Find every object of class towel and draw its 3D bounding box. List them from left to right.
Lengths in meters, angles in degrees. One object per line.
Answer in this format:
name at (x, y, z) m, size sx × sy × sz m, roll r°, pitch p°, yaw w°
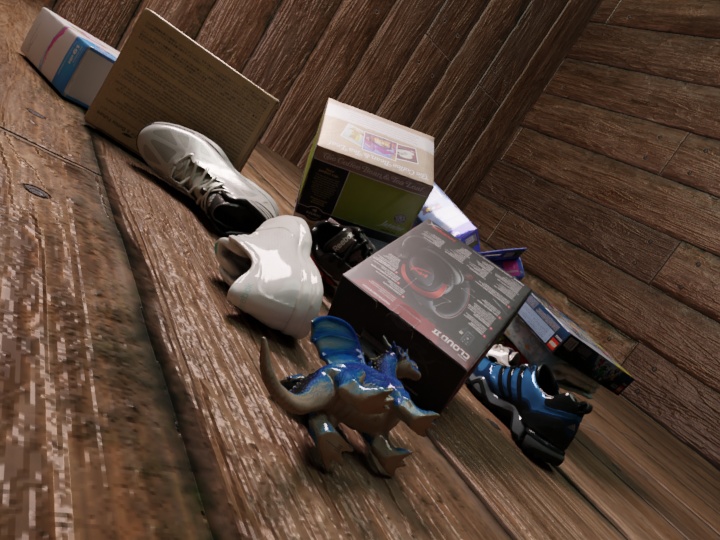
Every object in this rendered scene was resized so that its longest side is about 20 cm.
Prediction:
towel at (0.294, 0.123, 0.875) m, size 0.199 × 0.048 × 0.172 m, roll 29°, pitch 16°, yaw -42°

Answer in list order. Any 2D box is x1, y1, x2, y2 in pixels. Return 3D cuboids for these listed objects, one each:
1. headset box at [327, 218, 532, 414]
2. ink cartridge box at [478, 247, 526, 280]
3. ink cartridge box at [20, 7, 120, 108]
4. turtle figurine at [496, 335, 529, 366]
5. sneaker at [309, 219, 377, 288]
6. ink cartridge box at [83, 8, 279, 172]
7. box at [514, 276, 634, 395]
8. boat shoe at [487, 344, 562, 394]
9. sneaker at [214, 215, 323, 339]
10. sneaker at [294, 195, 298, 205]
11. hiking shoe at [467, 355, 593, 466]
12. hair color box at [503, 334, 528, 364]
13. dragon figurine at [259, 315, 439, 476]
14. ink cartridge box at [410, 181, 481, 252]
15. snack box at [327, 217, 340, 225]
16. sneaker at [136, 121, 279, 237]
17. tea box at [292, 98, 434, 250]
headset box at (0.069, 0.042, 0.556) m, size 0.148 × 0.076 × 0.199 m, roll 36°, pitch 38°, yaw 17°
ink cartridge box at (0.195, 0.025, 0.905) m, size 0.117 × 0.043 × 0.201 m, roll -5°, pitch -25°, yaw -8°
ink cartridge box at (-0.417, -0.312, 0.843) m, size 0.199 × 0.085 × 0.144 m, roll 38°, pitch 9°, yaw 32°
turtle figurine at (0.184, 0.091, 0.886) m, size 0.161 × 0.065 × 0.199 m, roll 34°, pitch -4°, yaw -38°
sneaker at (0.000, 0.000, 0.681) m, size 0.200 × 0.071 × 0.098 m, roll 38°, pitch -19°, yaw 33°
ink cartridge box at (-0.233, -0.213, 0.724) m, size 0.199 × 0.166 × 0.075 m, roll 33°, pitch 6°, yaw -13°
box at (0.307, 0.099, 0.800) m, size 0.199 × 0.038 × 0.137 m, roll 31°, pitch 17°, yaw -34°
boat shoe at (0.205, 0.142, 0.782) m, size 0.200 × 0.066 × 0.072 m, roll 41°, pitch 11°, yaw 38°
sneaker at (-0.094, -0.014, 0.499) m, size 0.087 × 0.076 × 0.200 m, roll 18°, pitch 15°, yaw -22°
sneaker at (-0.037, -0.084, 1.111) m, size 0.199 × 0.081 × 0.146 m, roll 36°, pitch -1°, yaw 34°
hiking shoe at (0.202, 0.147, 0.663) m, size 0.074 × 0.087 × 0.200 m, roll 29°, pitch 10°, yaw -29°
hair color box at (0.255, 0.146, 0.980) m, size 0.101 × 0.062 × 0.200 m, roll 28°, pitch 10°, yaw -38°
dragon figurine at (-0.015, 0.070, 0.342) m, size 0.199 × 0.059 × 0.099 m, roll 27°, pitch 11°, yaw -45°
ink cartridge box at (0.164, -0.058, 1.016) m, size 0.201 × 0.076 × 0.137 m, roll 56°, pitch -6°, yaw 41°
snack box at (0.032, -0.007, 0.794) m, size 0.199 × 0.024 × 0.072 m, roll 37°, pitch 0°, yaw 6°
sneaker at (-0.181, -0.107, 0.636) m, size 0.199 × 0.076 × 0.115 m, roll 35°, pitch 6°, yaw -15°
tea box at (0.001, -0.150, 0.926) m, size 0.197 × 0.198 × 0.135 m, roll 18°, pitch 49°, yaw -12°
